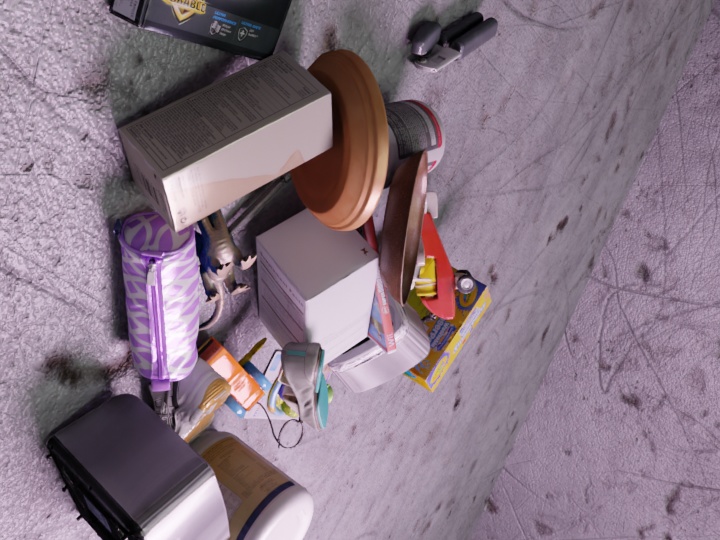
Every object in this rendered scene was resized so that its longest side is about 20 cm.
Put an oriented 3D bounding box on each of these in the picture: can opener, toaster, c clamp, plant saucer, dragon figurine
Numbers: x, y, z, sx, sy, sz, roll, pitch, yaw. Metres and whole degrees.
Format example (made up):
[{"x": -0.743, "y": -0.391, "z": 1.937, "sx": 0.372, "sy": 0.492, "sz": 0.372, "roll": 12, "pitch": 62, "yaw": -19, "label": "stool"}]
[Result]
[{"x": 0.139, "y": -0.349, "z": 1.233, "sx": 0.200, "sy": 0.053, "sz": 0.067, "roll": -41, "pitch": 149, "yaw": -38, "label": "can opener"}, {"x": -0.250, "y": 0.266, "z": 0.968, "sx": 0.118, "sy": 0.199, "sz": 0.182, "roll": -38, "pitch": 146, "yaw": -30, "label": "toaster"}, {"x": 0.025, "y": 0.110, "z": 1.361, "sx": 0.198, "sy": 0.115, "sz": 0.129, "roll": -28, "pitch": 151, "yaw": 10, "label": "toaster"}, {"x": -0.136, "y": -0.093, "z": 1.020, "sx": 0.201, "sy": 0.027, "sz": 0.171, "roll": -51, "pitch": 148, "yaw": -17, "label": "c clamp"}, {"x": -0.035, "y": -0.144, "z": 0.940, "sx": 0.037, "sy": 0.200, "sz": 0.202, "roll": -7, "pitch": 125, "yaw": -31, "label": "plant saucer"}, {"x": 0.055, "y": -0.057, "z": 1.075, "sx": 0.200, "sy": 0.036, "sz": 0.203, "roll": 9, "pitch": 90, "yaw": -81, "label": "plant saucer"}, {"x": -0.172, "y": -0.020, "z": 0.955, "sx": 0.058, "sy": 0.100, "sz": 0.201, "roll": -21, "pitch": 153, "yaw": -28, "label": "dragon figurine"}]

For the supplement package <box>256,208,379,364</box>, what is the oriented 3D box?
[{"x": -0.060, "y": 0.026, "z": 1.112, "sx": 0.116, "sy": 0.117, "sz": 0.201, "roll": -30, "pitch": 153, "yaw": -24, "label": "supplement package"}]

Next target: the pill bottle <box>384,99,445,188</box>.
[{"x": 0.023, "y": -0.167, "z": 1.135, "sx": 0.199, "sy": 0.110, "sz": 0.112, "roll": -25, "pitch": 137, "yaw": -51, "label": "pill bottle"}]

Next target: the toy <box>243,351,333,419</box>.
[{"x": -0.097, "y": 0.199, "z": 1.354, "sx": 0.116, "sy": 0.047, "sz": 0.200, "roll": -64, "pitch": 155, "yaw": 2, "label": "toy"}]

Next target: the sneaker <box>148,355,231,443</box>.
[{"x": -0.230, "y": 0.166, "z": 1.054, "sx": 0.075, "sy": 0.088, "sz": 0.200, "roll": -35, "pitch": 168, "yaw": -48, "label": "sneaker"}]

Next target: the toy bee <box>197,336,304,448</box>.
[{"x": -0.173, "y": 0.160, "z": 1.139, "sx": 0.130, "sy": 0.108, "sz": 0.202, "roll": -27, "pitch": 120, "yaw": -25, "label": "toy bee"}]

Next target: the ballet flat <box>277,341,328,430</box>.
[{"x": -0.076, "y": 0.151, "z": 1.108, "sx": 0.201, "sy": 0.063, "sz": 0.068, "roll": 90, "pitch": 7, "yaw": -56, "label": "ballet flat"}]

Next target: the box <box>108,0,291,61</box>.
[{"x": -0.132, "y": -0.295, "z": 0.793, "sx": 0.199, "sy": 0.046, "sz": 0.161, "roll": -5, "pitch": 121, "yaw": -61, "label": "box"}]

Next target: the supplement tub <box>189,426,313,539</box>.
[{"x": -0.178, "y": 0.311, "z": 1.140, "sx": 0.144, "sy": 0.199, "sz": 0.145, "roll": -42, "pitch": 149, "yaw": -33, "label": "supplement tub"}]

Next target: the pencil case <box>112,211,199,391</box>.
[{"x": -0.217, "y": 0.031, "z": 0.915, "sx": 0.083, "sy": 0.086, "sz": 0.202, "roll": -5, "pitch": 130, "yaw": -12, "label": "pencil case"}]

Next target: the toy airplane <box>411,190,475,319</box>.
[{"x": 0.089, "y": -0.032, "z": 1.362, "sx": 0.140, "sy": 0.201, "sz": 0.201, "roll": -24, "pitch": 142, "yaw": 5, "label": "toy airplane"}]

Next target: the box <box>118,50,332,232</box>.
[{"x": -0.131, "y": -0.135, "z": 0.851, "sx": 0.199, "sy": 0.095, "sz": 0.078, "roll": -30, "pitch": 147, "yaw": -22, "label": "box"}]

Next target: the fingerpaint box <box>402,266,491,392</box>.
[{"x": 0.110, "y": 0.084, "z": 1.484, "sx": 0.201, "sy": 0.166, "sz": 0.073, "roll": -55, "pitch": 154, "yaw": -13, "label": "fingerpaint box"}]

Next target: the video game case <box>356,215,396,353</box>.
[{"x": 0.000, "y": 0.000, "z": 1.162, "sx": 0.017, "sy": 0.143, "sz": 0.202, "roll": -18, "pitch": 112, "yaw": -17, "label": "video game case"}]
